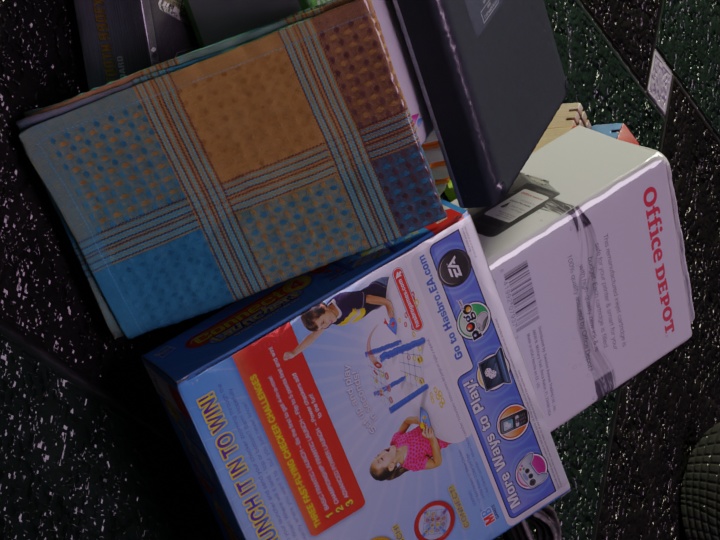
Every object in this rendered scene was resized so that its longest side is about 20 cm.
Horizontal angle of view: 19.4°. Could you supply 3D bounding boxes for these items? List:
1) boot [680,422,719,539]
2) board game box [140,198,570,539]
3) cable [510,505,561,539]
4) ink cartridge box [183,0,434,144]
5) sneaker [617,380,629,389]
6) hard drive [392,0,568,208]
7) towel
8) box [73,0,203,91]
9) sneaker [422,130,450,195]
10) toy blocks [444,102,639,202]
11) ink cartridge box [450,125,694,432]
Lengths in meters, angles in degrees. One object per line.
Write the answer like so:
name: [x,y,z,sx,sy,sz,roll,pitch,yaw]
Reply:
boot: [0.340,0.239,1.926,0.131,0.068,0.200,19,79,-62]
board game box: [0.002,0.089,1.217,0.196,0.056,0.200,-30,116,-17]
cable: [0.118,0.160,1.554,0.200,0.050,0.097,64,30,-32]
ink cartridge box: [-0.006,-0.147,1.239,0.200,0.084,0.145,-53,132,-48]
sneaker: [0.164,0.057,1.565,0.200,0.087,0.074,-48,126,-79]
hard drive: [0.067,-0.157,1.249,0.140,0.033,0.200,-56,135,-48]
towel: [-0.067,-0.055,1.146,0.022,0.200,0.147,-112,-179,-63]
box: [-0.089,-0.153,1.229,0.200,0.048,0.159,-29,112,-57]
sneaker: [0.027,-0.141,1.403,0.077,0.078,0.200,-59,142,-62]
toy blocks: [0.142,-0.051,1.526,0.100,0.136,0.200,58,42,-40]
ink cartridge box: [0.110,0.018,1.358,0.200,0.083,0.145,-31,124,-27]
